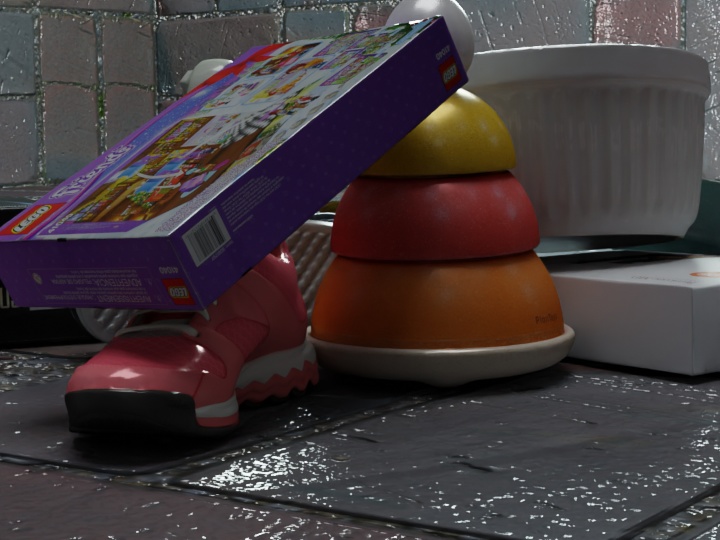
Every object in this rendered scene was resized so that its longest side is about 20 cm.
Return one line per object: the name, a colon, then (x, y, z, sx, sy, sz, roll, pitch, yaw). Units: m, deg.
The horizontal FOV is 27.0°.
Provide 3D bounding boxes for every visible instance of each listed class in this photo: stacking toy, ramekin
stacking toy: (0.040, -0.046, 0.790, 0.146, 0.200, 0.146, 0, 5, 0)
ramekin: (0.113, -0.067, 0.912, 0.200, 0.105, 0.200, -3, -4, 0)

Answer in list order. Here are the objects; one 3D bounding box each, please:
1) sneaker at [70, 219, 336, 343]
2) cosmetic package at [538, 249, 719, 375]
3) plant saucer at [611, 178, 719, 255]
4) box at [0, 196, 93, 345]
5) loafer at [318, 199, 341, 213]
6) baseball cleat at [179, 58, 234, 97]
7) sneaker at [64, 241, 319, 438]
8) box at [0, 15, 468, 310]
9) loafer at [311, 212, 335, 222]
sneaker: (-0.074, 0.008, 0.894, 0.200, 0.079, 0.079, 0, 1, -20)
cosmetic package: (0.169, 0.020, 0.873, 0.151, 0.052, 0.200, -8, 8, -36)
plant saucer: (0.247, -0.017, 1.039, 0.200, 0.036, 0.200, 15, -10, 3)
box: (-0.258, -0.002, 0.977, 0.200, 0.086, 0.164, -3, 5, -20)
loafer: (-0.013, -0.019, 1.179, 0.073, 0.072, 0.200, 0, 5, 13)
baseball cleat: (-0.065, -0.035, 0.932, 0.106, 0.200, 0.070, 12, 45, 12)
sneaker: (-0.078, 0.024, 0.683, 0.074, 0.087, 0.200, 0, 6, 17)
box: (-0.060, -0.051, 0.698, 0.137, 0.039, 0.200, 0, 33, 44)
loafer: (0.000, 0.000, 1.074, 0.200, 0.072, 0.063, -1, -12, -37)
